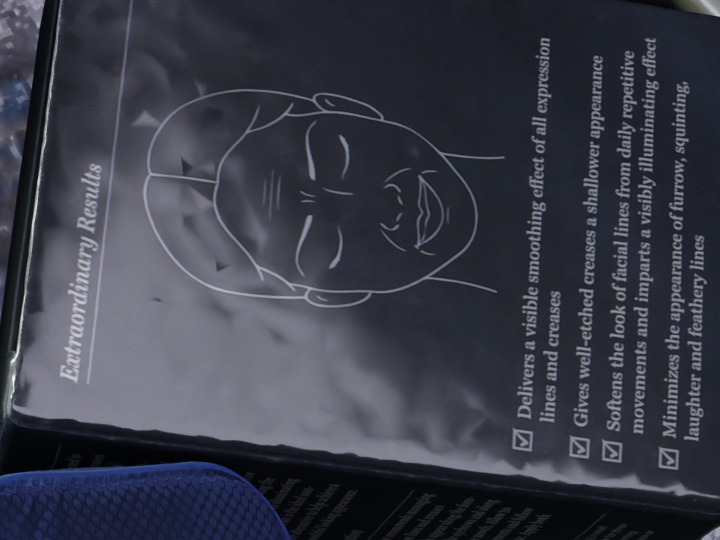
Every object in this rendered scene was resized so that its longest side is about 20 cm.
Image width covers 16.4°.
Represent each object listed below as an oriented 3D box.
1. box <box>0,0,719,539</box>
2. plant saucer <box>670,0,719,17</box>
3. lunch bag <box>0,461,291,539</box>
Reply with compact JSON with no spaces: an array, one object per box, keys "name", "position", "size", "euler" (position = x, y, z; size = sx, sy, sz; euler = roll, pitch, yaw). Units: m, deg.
[{"name":"box","position":[0.000,0.000,0.716],"size":[0.199,0.107,0.149],"euler":[9,70,-10]},{"name":"plant saucer","position":[0.156,-0.112,0.805],"size":[0.200,0.050,0.201],"euler":[12,55,-17]},{"name":"lunch bag","position":[-0.087,0.142,0.620],"size":[0.136,0.132,0.201],"euler":[6,63,-54]}]
